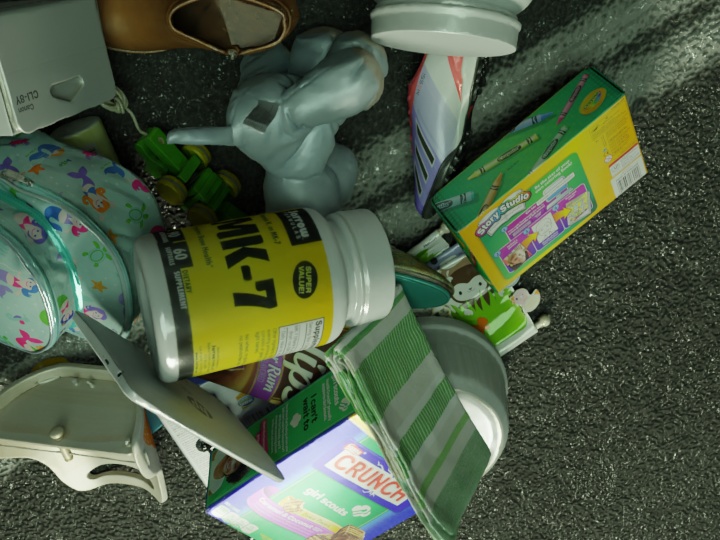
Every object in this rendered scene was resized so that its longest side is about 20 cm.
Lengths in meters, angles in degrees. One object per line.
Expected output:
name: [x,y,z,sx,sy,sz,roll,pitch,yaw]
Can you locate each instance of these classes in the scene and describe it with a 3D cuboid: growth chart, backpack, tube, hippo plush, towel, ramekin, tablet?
growth chart: [0.114,0.035,0.831,0.144,0.018,0.199,-42,115,14]
backpack: [-0.273,-0.022,0.648,0.195,0.152,0.181,16,131,6]
tube: [-0.245,-0.049,0.737,0.051,0.057,0.204,-34,124,-29]
hippo plush: [-0.039,-0.107,0.661,0.155,0.202,0.164,-4,127,20]
towel: [0.053,0.127,0.684,0.023,0.152,0.203,-26,98,33]
ramekin: [0.078,0.162,0.832,0.196,0.095,0.207,-1,122,-2]
tablet: [-0.149,0.109,0.623,0.014,0.129,0.200,-49,136,-6]

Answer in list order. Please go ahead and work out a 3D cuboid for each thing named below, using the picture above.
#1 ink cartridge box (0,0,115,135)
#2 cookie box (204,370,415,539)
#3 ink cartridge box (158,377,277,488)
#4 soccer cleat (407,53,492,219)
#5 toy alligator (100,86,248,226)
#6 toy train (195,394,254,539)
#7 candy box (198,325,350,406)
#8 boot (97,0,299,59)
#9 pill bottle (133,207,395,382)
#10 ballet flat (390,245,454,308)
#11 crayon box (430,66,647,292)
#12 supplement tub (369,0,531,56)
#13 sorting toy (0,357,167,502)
ink cartridge box: [-0.320,-0.163,0.587,0.194,0.146,0.086,2,116,14]
cookie box: [-0.028,0.200,0.739,0.198,0.076,0.171,-36,125,19]
ink cartridge box: [-0.138,0.155,0.826,0.134,0.077,0.203,-24,117,4]
soccer cleat: [0.074,-0.150,0.722,0.072,0.068,0.204,21,122,15]
toy alligator: [-0.182,-0.097,0.717,0.200,0.060,0.054,44,145,-22]
toy train: [-0.136,0.211,0.792,0.045,0.034,0.204,-20,116,-2]
candy box: [-0.077,0.065,0.722,0.196,0.057,0.118,23,109,-26]
boot: [-0.148,-0.211,0.607,0.194,0.156,0.076,-9,117,-2]
pill bottle: [-0.078,0.013,0.604,0.195,0.114,0.117,-12,118,-22]
ballet flat: [0.000,0.000,0.769,0.194,0.071,0.073,-1,116,4]
crayon box: [0.178,-0.084,0.726,0.199,0.059,0.119,-39,137,5]
supplement tub: [0.075,-0.283,0.582,0.141,0.145,0.206,4,99,-8]
sorting toy: [-0.291,0.198,0.821,0.194,0.108,0.183,4,132,13]
